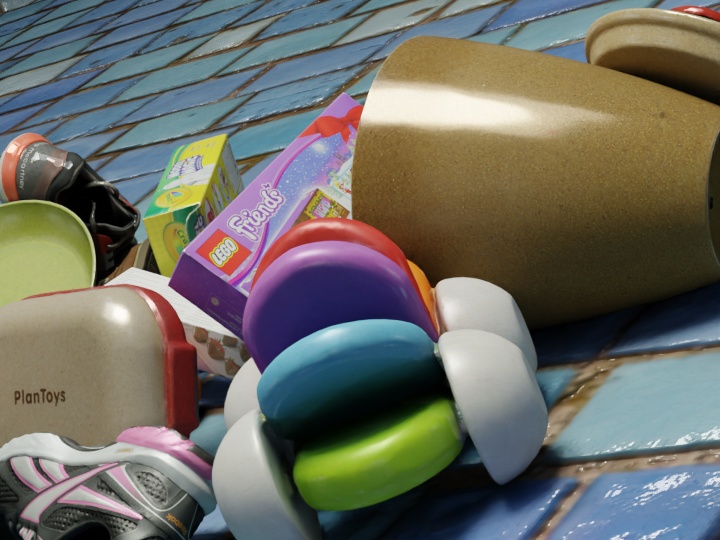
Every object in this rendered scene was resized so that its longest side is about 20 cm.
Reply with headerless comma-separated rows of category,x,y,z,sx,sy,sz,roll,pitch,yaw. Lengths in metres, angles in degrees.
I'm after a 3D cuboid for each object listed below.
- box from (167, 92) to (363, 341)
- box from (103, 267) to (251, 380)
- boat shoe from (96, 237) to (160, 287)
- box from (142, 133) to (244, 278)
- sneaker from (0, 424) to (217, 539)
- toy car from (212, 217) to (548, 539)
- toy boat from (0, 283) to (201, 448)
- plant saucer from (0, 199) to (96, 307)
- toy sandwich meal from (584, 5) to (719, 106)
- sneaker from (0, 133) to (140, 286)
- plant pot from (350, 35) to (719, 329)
box,-0.011,-0.016,1.306,0.200,0.137,0.039,-48,-9,-43
box,-0.096,0.041,1.352,0.200,0.039,0.041,14,37,41
boat shoe,-0.177,0.031,1.514,0.068,0.072,0.200,-19,18,14
box,-0.109,-0.013,1.478,0.048,0.118,0.200,-16,18,6
sneaker,-0.164,0.143,1.161,0.200,0.080,0.086,-19,35,47
toy car,-0.003,0.048,1.093,0.175,0.150,0.200,-21,17,8
toy boat,-0.159,0.078,1.316,0.200,0.131,0.131,-6,-6,44
plant saucer,-0.268,0.038,1.475,0.200,0.031,0.200,-18,47,20
toy sandwich meal,0.227,-0.113,1.231,0.205,0.205,0.070,4,61,57
sneaker,-0.203,-0.025,1.575,0.082,0.200,0.077,12,65,31
plant pot,0.125,-0.044,1.205,0.200,0.187,0.186,3,29,30
